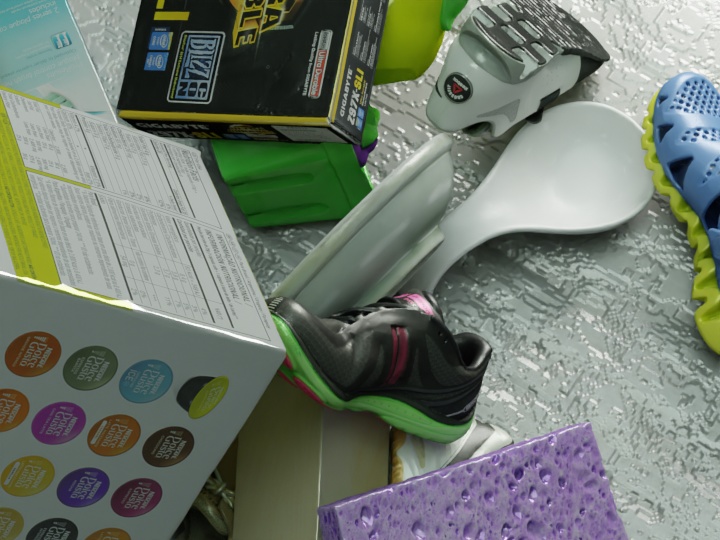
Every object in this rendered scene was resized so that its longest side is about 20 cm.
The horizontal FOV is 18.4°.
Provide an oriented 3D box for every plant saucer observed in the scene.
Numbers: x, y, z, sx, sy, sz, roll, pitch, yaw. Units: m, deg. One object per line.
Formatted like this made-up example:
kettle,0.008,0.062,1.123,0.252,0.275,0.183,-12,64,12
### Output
plant saucer,0.000,0.000,1.403,0.050,0.200,0.200,44,74,2

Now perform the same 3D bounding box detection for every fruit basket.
fruit basket,-0.015,-0.149,1.488,0.216,0.156,0.216,-3,68,9

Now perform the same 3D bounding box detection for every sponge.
sponge,0.075,0.170,1.349,0.200,0.030,0.112,-15,87,-31

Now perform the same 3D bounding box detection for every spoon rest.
spoon rest,0.111,-0.043,1.490,0.200,0.061,0.099,-35,69,-12

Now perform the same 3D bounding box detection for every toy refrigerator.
toy refrigerator,-0.030,0.162,1.378,0.076,0.070,0.200,-16,63,40

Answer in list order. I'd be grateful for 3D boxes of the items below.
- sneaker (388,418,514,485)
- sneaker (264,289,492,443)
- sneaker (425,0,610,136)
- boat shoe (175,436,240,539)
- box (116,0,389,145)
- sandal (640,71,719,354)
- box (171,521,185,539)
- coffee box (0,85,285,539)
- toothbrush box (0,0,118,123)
sneaker,0.058,0.183,1.384,0.088,0.076,0.200,5,71,-4
sneaker,0.006,0.042,1.325,0.077,0.200,0.084,33,98,39
sneaker,0.099,-0.134,1.493,0.074,0.200,0.089,45,116,16
boat shoe,-0.114,0.170,1.394,0.073,0.063,0.201,38,64,17
box,-0.060,-0.182,1.420,0.160,0.049,0.200,4,75,30
sandal,0.249,-0.046,1.463,0.079,0.087,0.200,-4,66,-33
box,-0.217,0.142,1.387,0.200,0.035,0.110,28,58,36
coffee box,-0.192,0.037,1.266,0.198,0.200,0.200,16,30,-32
toothbrush box,-0.209,-0.103,1.482,0.085,0.146,0.200,-21,66,-6
